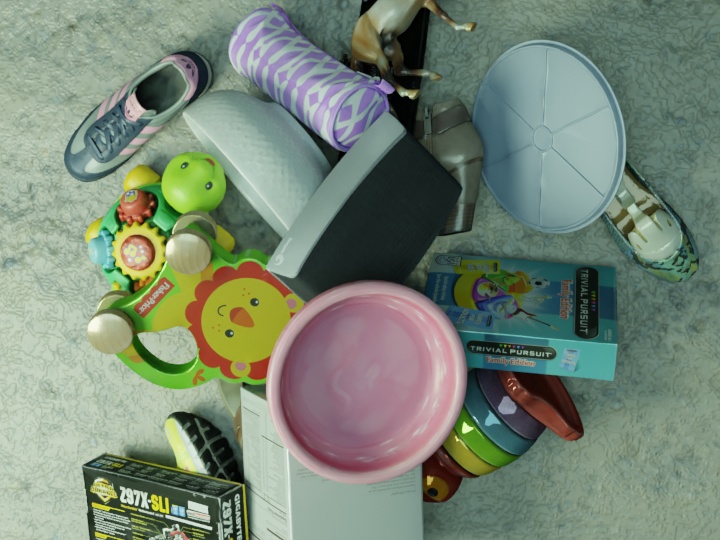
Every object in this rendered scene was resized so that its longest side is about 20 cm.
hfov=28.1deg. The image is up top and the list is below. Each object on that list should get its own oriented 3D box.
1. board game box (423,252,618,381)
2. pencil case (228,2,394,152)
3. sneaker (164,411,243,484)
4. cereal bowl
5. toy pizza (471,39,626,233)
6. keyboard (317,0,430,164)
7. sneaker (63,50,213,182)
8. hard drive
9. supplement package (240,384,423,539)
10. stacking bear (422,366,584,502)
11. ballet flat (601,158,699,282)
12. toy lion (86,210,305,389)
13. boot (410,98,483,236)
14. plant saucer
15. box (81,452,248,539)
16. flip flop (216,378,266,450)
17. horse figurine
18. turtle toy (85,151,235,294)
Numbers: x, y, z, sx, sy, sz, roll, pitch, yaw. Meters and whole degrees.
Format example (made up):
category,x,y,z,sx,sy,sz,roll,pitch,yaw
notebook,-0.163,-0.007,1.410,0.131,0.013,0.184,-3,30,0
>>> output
category,x,y,z,sx,sy,sz,roll,pitch,yaw
board game box,0.165,0.044,1.495,0.199,0.151,0.047,4,121,6
pencil case,-0.053,-0.200,1.489,0.200,0.084,0.086,39,102,35
sneaker,-0.176,0.254,1.605,0.090,0.078,0.201,-28,89,19
cereal bowl,-0.090,-0.112,1.495,0.083,0.200,0.200,-40,91,-6
toy pizza,0.197,-0.138,1.488,0.200,0.032,0.201,17,114,42
keyboard,0.016,-0.195,1.536,0.104,0.040,0.201,7,79,14
sneaker,-0.252,-0.169,1.559,0.200,0.082,0.070,-41,91,10
hard drive,0.011,-0.043,1.441,0.135,0.042,0.200,43,80,-32
supplement package,-0.031,0.225,1.518,0.151,0.151,0.201,-4,97,-23
stacking bear,0.120,0.175,1.542,0.121,0.114,0.200,39,112,-25
ballet flat,0.283,-0.065,1.512,0.074,0.074,0.200,-41,91,10
toy lion,-0.153,0.051,1.497,0.192,0.069,0.200,42,108,-14
boot,0.037,-0.103,1.545,0.199,0.070,0.147,-9,87,14
plant saucer,0.003,0.105,1.401,0.199,0.051,0.202,-4,103,-16
box,-0.212,0.296,1.577,0.199,0.049,0.161,6,106,33
flip flop,-0.107,0.183,1.595,0.081,0.058,0.201,-14,95,9
horse figurine,0.046,-0.253,1.491,0.132,0.050,0.201,33,93,29
turtle toy,-0.214,-0.045,1.554,0.146,0.101,0.200,38,105,1
